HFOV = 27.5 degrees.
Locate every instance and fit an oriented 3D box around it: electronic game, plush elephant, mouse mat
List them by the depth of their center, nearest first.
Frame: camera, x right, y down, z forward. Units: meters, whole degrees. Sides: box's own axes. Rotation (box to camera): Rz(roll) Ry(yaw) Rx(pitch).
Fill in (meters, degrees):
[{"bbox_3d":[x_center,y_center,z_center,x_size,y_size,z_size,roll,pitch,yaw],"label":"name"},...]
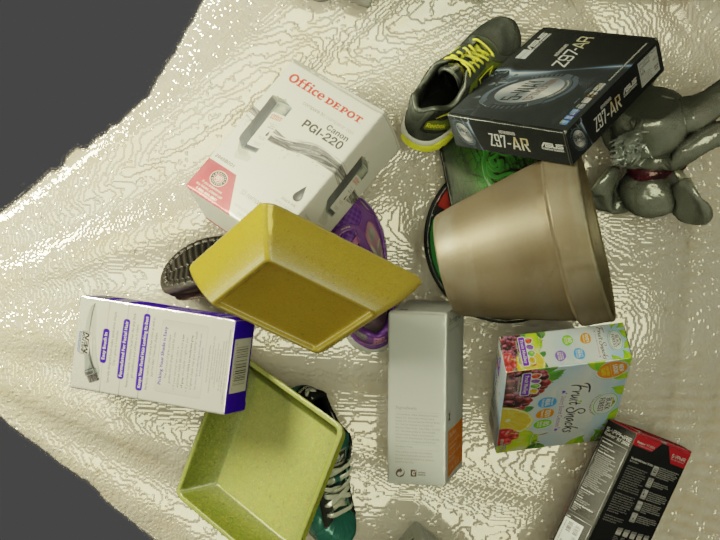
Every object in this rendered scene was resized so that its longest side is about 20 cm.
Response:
[{"bbox_3d":[0.345,-0.131,1.703,0.164,0.155,0.200,19,48,30],"label":"plush elephant"},{"bbox_3d":[0.176,-0.126,1.728,0.161,0.008,0.201,-11,84,-3],"label":"mouse mat"},{"bbox_3d":[0.174,-0.037,1.745,0.199,0.042,0.201,0,93,-3],"label":"electronic game"}]

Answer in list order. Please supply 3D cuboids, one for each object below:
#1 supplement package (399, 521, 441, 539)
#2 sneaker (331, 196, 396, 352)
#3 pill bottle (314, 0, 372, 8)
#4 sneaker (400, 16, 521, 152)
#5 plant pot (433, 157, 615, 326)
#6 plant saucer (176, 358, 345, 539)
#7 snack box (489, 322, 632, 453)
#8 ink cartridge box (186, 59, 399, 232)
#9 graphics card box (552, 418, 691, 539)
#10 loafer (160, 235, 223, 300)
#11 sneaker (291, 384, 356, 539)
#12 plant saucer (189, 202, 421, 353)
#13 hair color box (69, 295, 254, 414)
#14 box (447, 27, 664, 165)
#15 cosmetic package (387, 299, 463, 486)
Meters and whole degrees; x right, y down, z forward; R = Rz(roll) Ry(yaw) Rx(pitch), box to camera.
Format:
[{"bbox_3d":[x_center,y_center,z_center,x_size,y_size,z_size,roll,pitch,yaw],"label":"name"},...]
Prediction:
[{"bbox_3d":[0.083,0.408,1.684,0.151,0.200,0.152,39,90,-5],"label":"supplement package"},{"bbox_3d":[0.000,0.000,1.714,0.080,0.088,0.201,-16,93,-1],"label":"sneaker"},{"bbox_3d":[-0.068,-0.373,1.678,0.200,0.111,0.111,21,92,-4],"label":"pill bottle"},{"bbox_3d":[0.122,-0.222,1.689,0.074,0.085,0.200,34,72,13],"label":"sneaker"},{"bbox_3d":[0.179,-0.023,1.638,0.173,0.200,0.200,-14,94,13],"label":"plant pot"},{"bbox_3d":[-0.105,0.219,1.687,0.200,0.048,0.200,32,108,37],"label":"plant saucer"},{"bbox_3d":[0.225,0.137,1.685,0.142,0.200,0.053,-8,58,-3],"label":"snack box"},{"bbox_3d":[-0.074,-0.118,1.660,0.146,0.085,0.200,33,75,26],"label":"ink cartridge box"},{"bbox_3d":[0.301,0.283,1.735,0.125,0.051,0.200,22,92,-44],"label":"graphics card box"},{"bbox_3d":[-0.135,-0.001,1.711,0.200,0.073,0.071,-16,132,10],"label":"loafer"},{"bbox_3d":[-0.044,0.231,1.717,0.071,0.080,0.200,-22,94,-36],"label":"sneaker"},{"bbox_3d":[-0.067,0.022,1.602,0.200,0.200,0.049,26,58,-20],"label":"plant saucer"},{"bbox_3d":[-0.226,0.094,1.685,0.200,0.065,0.110,8,93,17],"label":"hair color box"},{"bbox_3d":[0.219,-0.198,1.644,0.200,0.160,0.044,-43,130,-32],"label":"box"},{"bbox_3d":[0.077,0.140,1.707,0.071,0.101,0.201,2,97,15],"label":"cosmetic package"}]
